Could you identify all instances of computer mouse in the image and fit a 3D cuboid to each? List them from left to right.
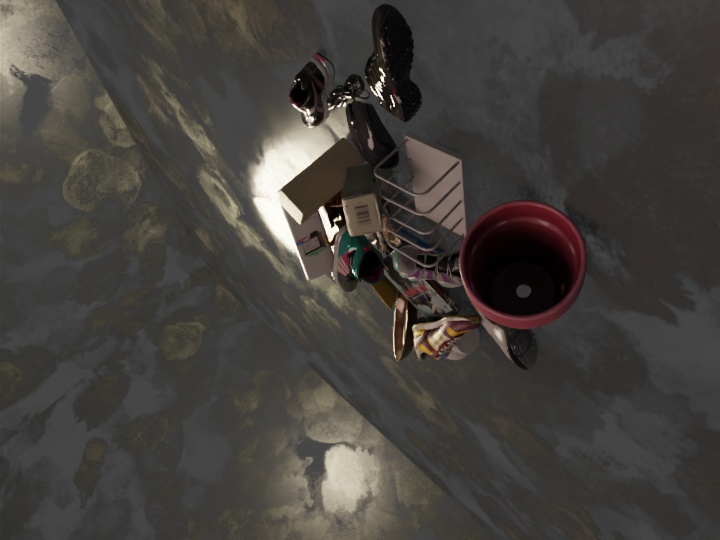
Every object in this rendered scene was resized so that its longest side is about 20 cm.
[{"bbox_3d":[0.004,-0.283,1.125,0.201,0.053,0.138,55,157,-16],"label":"computer mouse"}]

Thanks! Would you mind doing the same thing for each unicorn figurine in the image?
[{"bbox_3d":[0.027,-0.114,1.255,0.199,0.073,0.139,-3,118,62],"label":"unicorn figurine"}]

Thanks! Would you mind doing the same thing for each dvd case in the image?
[{"bbox_3d":[0.131,0.036,1.293,0.200,0.022,0.146,46,158,-3],"label":"dvd case"}]

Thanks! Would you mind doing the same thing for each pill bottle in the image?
[{"bbox_3d":[0.213,0.166,1.404,0.113,0.112,0.199,52,158,-11],"label":"pill bottle"}]

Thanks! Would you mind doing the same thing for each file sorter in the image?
[{"bbox_3d":[0.117,-0.130,1.068,0.138,0.124,0.202,32,153,34],"label":"file sorter"}]

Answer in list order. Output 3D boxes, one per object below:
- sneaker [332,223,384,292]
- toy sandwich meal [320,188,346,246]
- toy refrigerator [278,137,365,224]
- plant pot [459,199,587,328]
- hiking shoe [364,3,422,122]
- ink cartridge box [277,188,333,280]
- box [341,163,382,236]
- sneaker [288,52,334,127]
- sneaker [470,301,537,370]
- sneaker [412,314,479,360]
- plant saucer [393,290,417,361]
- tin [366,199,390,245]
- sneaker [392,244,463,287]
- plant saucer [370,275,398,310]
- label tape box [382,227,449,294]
[{"bbox_3d":[0.000,0.000,1.273,0.121,0.083,0.202,43,150,33],"label":"sneaker"},{"bbox_3d":[-0.076,-0.153,1.410,0.205,0.069,0.208,158,91,-77],"label":"toy sandwich meal"},{"bbox_3d":[-0.086,-0.199,1.241,0.076,0.200,0.070,44,160,5],"label":"toy refrigerator"},{"bbox_3d":[0.274,0.013,0.939,0.199,0.201,0.179,36,172,27],"label":"plant pot"},{"bbox_3d":[0.037,-0.342,0.924,0.100,0.076,0.202,28,152,34],"label":"hiking shoe"},{"bbox_3d":[-0.130,-0.101,1.365,0.145,0.083,0.203,-116,7,-65],"label":"ink cartridge box"},{"bbox_3d":[0.006,-0.148,1.122,0.201,0.067,0.083,-86,-15,-61],"label":"box"},{"bbox_3d":[-0.116,-0.367,1.169,0.080,0.086,0.201,45,159,12],"label":"sneaker"},{"bbox_3d":[0.316,0.128,1.220,0.202,0.074,0.087,56,170,-2],"label":"sneaker"},{"bbox_3d":[0.199,0.156,1.268,0.199,0.074,0.092,-24,69,54],"label":"sneaker"},{"bbox_3d":[0.117,0.135,1.444,0.034,0.204,0.201,6,156,-4],"label":"plant saucer"},{"bbox_3d":[0.017,-0.139,1.371,0.112,0.042,0.201,40,158,11],"label":"tin"},{"bbox_3d":[0.175,-0.016,1.143,0.197,0.079,0.139,9,168,-32],"label":"sneaker"},{"bbox_3d":[0.040,-0.001,1.448,0.201,0.048,0.200,52,-174,1],"label":"plant saucer"},{"bbox_3d":[0.139,0.010,1.349,0.142,0.066,0.202,33,152,36],"label":"label tape box"}]
